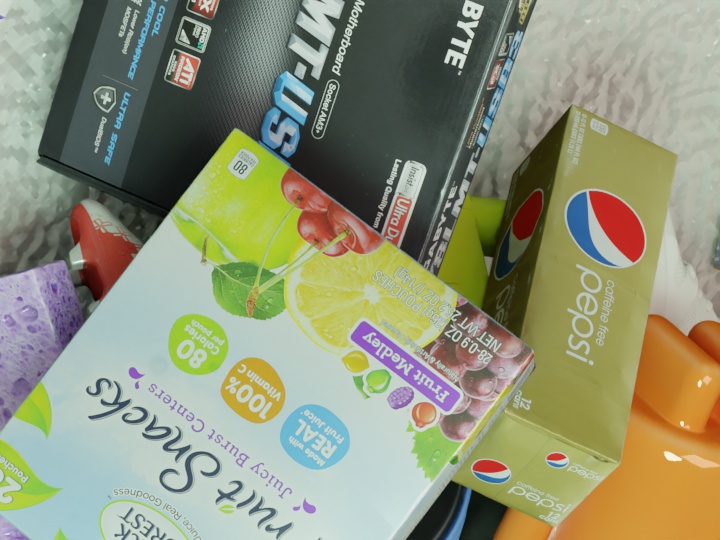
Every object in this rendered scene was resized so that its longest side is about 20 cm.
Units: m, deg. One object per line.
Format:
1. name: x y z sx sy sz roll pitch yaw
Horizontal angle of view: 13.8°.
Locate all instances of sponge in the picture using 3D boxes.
1. sponge: -0.156 0.103 1.399 0.030 0.111 0.200 -24 98 -57

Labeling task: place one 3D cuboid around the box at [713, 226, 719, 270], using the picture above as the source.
1. box: 0.266 -0.043 1.568 0.041 0.200 0.119 7 94 -29

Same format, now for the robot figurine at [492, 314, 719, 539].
1. robot figurine: 0.145 0.124 1.526 0.117 0.144 0.200 26 110 13

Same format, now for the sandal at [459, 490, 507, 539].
1. sandal: 0.058 0.151 1.576 0.075 0.045 0.200 33 82 -30

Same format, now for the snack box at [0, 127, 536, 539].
1. snack box: -0.047 0.068 1.314 0.169 0.068 0.200 36 87 8

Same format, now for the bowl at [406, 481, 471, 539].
1. bowl: -0.037 0.083 1.451 0.200 0.039 0.201 12 55 -17

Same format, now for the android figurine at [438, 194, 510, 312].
1. android figurine: 0.000 0.000 1.471 0.200 0.041 0.182 2 58 -27

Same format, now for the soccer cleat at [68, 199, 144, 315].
1. soccer cleat: -0.066 0.045 1.387 0.085 0.069 0.200 -30 77 -13

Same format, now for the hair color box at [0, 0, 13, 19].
1. hair color box: -0.173 -0.231 1.369 0.109 0.065 0.200 32 84 -46

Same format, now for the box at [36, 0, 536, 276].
1. box: -0.030 -0.107 1.378 0.050 0.198 0.200 -20 132 -68

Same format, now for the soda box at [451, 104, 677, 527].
1. soda box: 0.098 0.020 1.442 0.064 0.068 0.200 25 50 -12

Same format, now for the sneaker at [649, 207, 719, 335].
1. sneaker: 0.177 0.030 1.611 0.115 0.074 0.200 -17 115 -27
